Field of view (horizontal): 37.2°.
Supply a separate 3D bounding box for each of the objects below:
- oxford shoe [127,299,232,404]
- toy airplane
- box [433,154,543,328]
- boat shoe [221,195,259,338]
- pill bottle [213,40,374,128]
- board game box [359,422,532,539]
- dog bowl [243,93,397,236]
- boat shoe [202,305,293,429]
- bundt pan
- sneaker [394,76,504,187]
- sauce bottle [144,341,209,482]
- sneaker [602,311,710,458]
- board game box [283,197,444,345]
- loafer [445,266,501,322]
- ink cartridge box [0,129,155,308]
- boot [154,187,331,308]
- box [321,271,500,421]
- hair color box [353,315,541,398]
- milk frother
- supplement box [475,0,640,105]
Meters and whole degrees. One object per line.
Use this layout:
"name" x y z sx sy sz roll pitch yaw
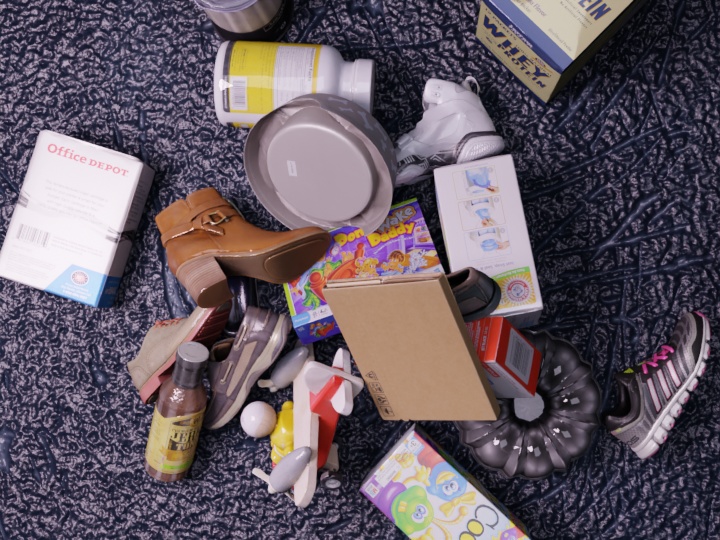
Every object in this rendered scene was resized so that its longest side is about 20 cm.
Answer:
"oxford shoe" -0.241 0.087 1.378 0.200 0.070 0.075 -47 73 24
"toy airplane" -0.077 0.182 1.325 0.141 0.200 0.200 6 87 -8
"box" 0.159 -0.027 1.350 0.101 0.113 0.201 -10 75 3
"boat shoe" -0.174 -0.003 1.410 0.074 0.062 0.201 -11 85 5
"pill bottle" -0.084 -0.238 1.390 0.199 0.112 0.112 4 87 3
"board game box" 0.108 0.303 1.356 0.200 0.103 0.105 42 90 5
"dog bowl" -0.045 -0.132 1.339 0.199 0.059 0.201 14 131 17
"boat shoe" -0.162 0.119 1.372 0.073 0.075 0.200 32 114 -9
"bundt pan" 0.215 0.174 1.371 0.201 0.076 0.203 0 88 4
"sneaker" 0.079 -0.180 1.399 0.199 0.075 0.115 -16 85 -2
"sauce bottle" -0.230 0.179 1.356 0.065 0.065 0.200 19 123 4
"sneaker" 0.373 0.136 1.362 0.087 0.074 0.200 26 94 -2
"board game box" 0.000 0.000 1.374 0.199 0.045 0.135 -20 52 2
"loafer" 0.066 0.038 1.269 0.200 0.063 0.072 -19 48 26
"ink cartridge box" -0.373 -0.066 1.413 0.146 0.084 0.201 18 88 4
"boot" -0.152 -0.046 1.362 0.200 0.077 0.155 -26 55 -12
"box" 0.059 0.093 1.241 0.163 0.021 0.200 -5 121 35
"hair color box" 0.106 0.110 1.314 0.200 0.111 0.064 -4 60 36
"milk frother" -0.185 -0.400 1.366 0.199 0.188 0.181 16 87 4
"supplement box" 0.261 -0.338 1.330 0.134 0.200 0.200 44 90 5
